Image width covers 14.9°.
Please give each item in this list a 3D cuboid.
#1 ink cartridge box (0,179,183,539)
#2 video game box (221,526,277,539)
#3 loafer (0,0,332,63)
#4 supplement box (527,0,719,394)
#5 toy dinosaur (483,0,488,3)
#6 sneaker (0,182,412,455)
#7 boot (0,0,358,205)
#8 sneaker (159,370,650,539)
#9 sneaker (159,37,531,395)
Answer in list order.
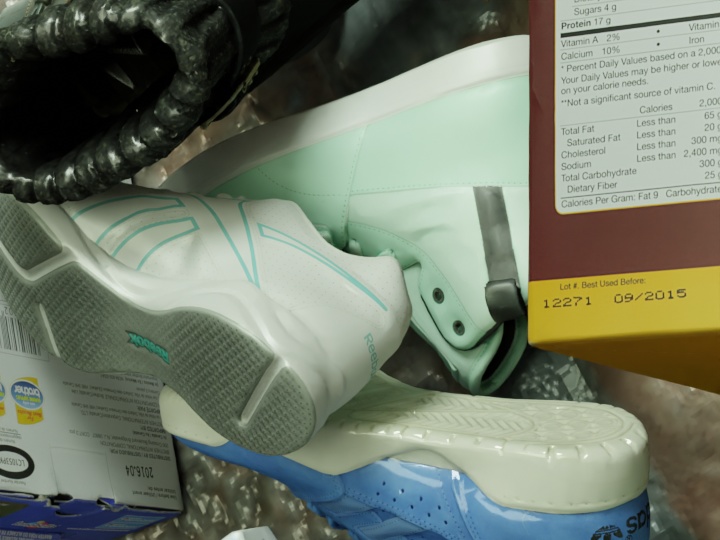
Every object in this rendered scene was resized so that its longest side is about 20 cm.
[{"bbox_3d":[-0.147,0.039,1.107,0.076,0.136,0.200,-22,71,29],"label":"ink cartridge box"},{"bbox_3d":[-0.063,0.222,0.978,0.200,0.047,0.182,-38,81,11],"label":"video game box"},{"bbox_3d":[-0.107,-0.100,1.151,0.200,0.063,0.072,-18,73,27],"label":"loafer"},{"bbox_3d":[0.157,-0.066,0.906,0.133,0.197,0.200,-4,80,30],"label":"supplement box"},{"bbox_3d":[0.073,-0.162,1.048,0.106,0.060,0.200,-32,95,27],"label":"toy dinosaur"},{"bbox_3d":[-0.066,0.003,1.014,0.200,0.080,0.070,26,137,35],"label":"sneaker"},{"bbox_3d":[-0.043,-0.113,0.992,0.079,0.158,0.211,44,115,6],"label":"boot"},{"bbox_3d":[0.013,0.097,1.014,0.200,0.077,0.111,7,111,27],"label":"sneaker"},{"bbox_3d":[0.000,0.000,1.055,0.200,0.074,0.118,-22,74,28],"label":"sneaker"}]
